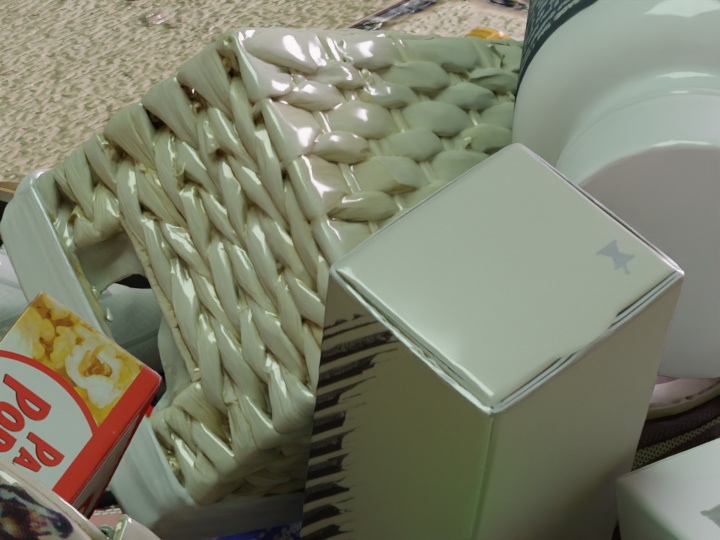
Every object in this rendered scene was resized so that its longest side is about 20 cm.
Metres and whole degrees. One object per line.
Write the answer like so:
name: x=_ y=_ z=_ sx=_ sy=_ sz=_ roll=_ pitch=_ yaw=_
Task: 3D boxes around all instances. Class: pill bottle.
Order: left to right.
pill bottle: x=0.111 y=-0.061 z=0.808 sx=0.119 sy=0.120 sz=0.200 roll=-3 pitch=36 yaw=13

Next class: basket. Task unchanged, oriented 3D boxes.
basket: x=0.000 y=0.000 z=0.842 sx=0.123 sy=0.136 sz=0.200 roll=-37 pitch=-20 yaw=35

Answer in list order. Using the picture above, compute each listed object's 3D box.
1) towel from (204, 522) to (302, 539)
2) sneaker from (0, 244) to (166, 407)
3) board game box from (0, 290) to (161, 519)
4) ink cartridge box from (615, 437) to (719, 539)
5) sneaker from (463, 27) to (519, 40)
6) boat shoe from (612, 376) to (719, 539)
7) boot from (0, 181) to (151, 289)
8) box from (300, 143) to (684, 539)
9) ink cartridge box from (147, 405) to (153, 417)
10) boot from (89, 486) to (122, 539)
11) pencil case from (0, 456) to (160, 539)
towel: x=-0.073 y=0.118 z=0.872 sx=0.144 sy=0.024 sz=0.200 roll=-20 pitch=30 yaw=-16
sneaker: x=-0.138 y=0.017 z=0.880 sx=0.199 sy=0.081 sz=0.075 roll=-6 pitch=8 yaw=-24
board game box: x=-0.142 y=0.116 z=0.709 sx=0.046 sy=0.152 sz=0.200 roll=35 pitch=66 yaw=1
ink cartridge box: x=0.134 y=0.123 z=0.700 sx=0.068 sy=0.117 sz=0.200 roll=-18 pitch=29 yaw=-17
sneaker: x=0.072 y=-0.055 z=1.095 sx=0.077 sy=0.079 sz=0.200 roll=-24 pitch=21 yaw=-20
boat shoe: x=0.130 y=0.068 z=0.871 sx=0.202 sy=0.075 sz=0.075 roll=-17 pitch=64 yaw=-26
boot: x=-0.068 y=0.003 z=0.981 sx=0.199 sy=0.074 sz=0.076 roll=21 pitch=49 yaw=6
box: x=0.032 y=0.063 z=0.732 sx=0.082 sy=0.200 sz=0.068 roll=-33 pitch=60 yaw=-30
ink cartridge box: x=-0.060 y=-0.008 z=1.073 sx=0.199 sy=0.050 sz=0.162 roll=-22 pitch=30 yaw=-28
boot: x=-0.140 y=0.119 z=0.820 sx=0.144 sy=0.073 sz=0.200 roll=0 pitch=33 yaw=25
pencil case: x=-0.133 y=0.126 z=0.578 sx=0.089 sy=0.078 sz=0.200 roll=21 pitch=58 yaw=37
